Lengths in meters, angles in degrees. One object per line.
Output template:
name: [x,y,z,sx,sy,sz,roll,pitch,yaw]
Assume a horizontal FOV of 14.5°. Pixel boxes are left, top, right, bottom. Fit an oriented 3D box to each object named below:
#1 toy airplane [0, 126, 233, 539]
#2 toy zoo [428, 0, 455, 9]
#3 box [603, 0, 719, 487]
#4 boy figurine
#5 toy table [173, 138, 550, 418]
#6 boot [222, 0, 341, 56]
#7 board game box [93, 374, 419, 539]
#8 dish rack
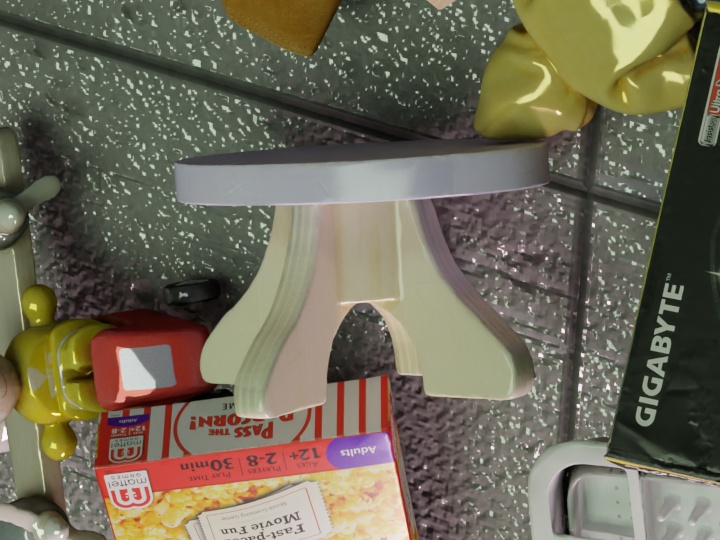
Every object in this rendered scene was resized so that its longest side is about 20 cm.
toy airplane: [-0.181,0.054,1.514,0.200,0.141,0.200,46,123,24]
toy zoo: [0.041,-0.231,1.232,0.131,0.020,0.201,-31,70,13]
box: [0.201,0.000,1.176,0.159,0.049,0.201,12,85,20]
boy figurine: [0.122,-0.121,1.273,0.124,0.064,0.200,44,130,8]
toy table: [0.000,0.000,1.355,0.199,0.183,0.118,3,99,46]
boot: [-0.002,-0.163,1.322,0.201,0.071,0.145,34,121,33]
board game box: [-0.043,0.152,1.464,0.150,0.046,0.201,-8,127,6]
dish rack: [0.178,0.150,1.258,0.199,0.044,0.173,5,117,26]
